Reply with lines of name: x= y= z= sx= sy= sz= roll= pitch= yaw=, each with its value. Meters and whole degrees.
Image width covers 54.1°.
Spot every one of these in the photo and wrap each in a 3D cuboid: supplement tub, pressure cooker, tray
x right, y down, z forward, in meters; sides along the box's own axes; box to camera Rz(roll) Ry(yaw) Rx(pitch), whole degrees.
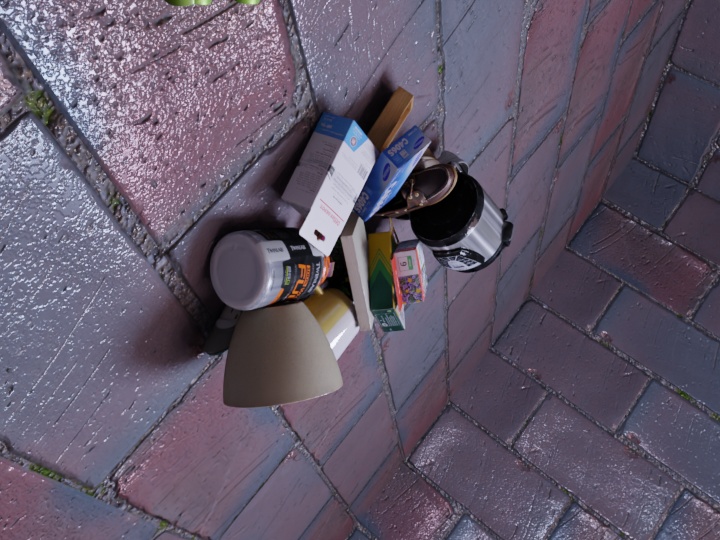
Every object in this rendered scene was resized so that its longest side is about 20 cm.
supplement tub: x=-0.141 y=-0.007 z=1.157 sx=0.199 sy=0.122 sz=0.124 roll=-11 pitch=131 yaw=-59
pressure cooker: x=0.220 y=-0.094 z=1.509 sx=0.178 sy=0.177 sz=0.200 roll=-43 pitch=140 yaw=9
tray: x=0.027 y=-0.229 z=1.280 sx=0.202 sy=0.037 sz=0.099 roll=-57 pitch=178 yaw=2

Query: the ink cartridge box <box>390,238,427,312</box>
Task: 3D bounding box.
ink cartridge box: x=0.103 y=0.007 z=1.451 sx=0.200 sy=0.049 sz=0.111 roll=-54 pitch=135 yaw=-75

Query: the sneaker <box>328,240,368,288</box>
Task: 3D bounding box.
sneaker: x=-0.002 y=0.020 z=1.539 sx=0.201 sy=0.070 sz=0.073 roll=-54 pitch=158 yaw=-14

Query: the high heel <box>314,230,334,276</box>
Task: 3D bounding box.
high heel: x=-0.091 y=-0.068 z=1.276 sx=0.094 sy=0.067 sz=0.203 roll=-6 pitch=117 yaw=-21

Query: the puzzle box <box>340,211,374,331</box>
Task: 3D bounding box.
puzzle box: x=0.000 y=0.000 z=1.392 sx=0.133 sy=0.025 sz=0.203 roll=-74 pitch=155 yaw=-65

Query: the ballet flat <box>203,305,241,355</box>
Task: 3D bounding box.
ballet flat: x=-0.204 y=0.071 z=1.233 sx=0.199 sy=0.067 sz=0.065 roll=-37 pitch=124 yaw=-40

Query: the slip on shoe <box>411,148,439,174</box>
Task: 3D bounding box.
slip on shoe: x=0.085 y=-0.221 z=1.420 sx=0.198 sy=0.062 sz=0.076 roll=-8 pitch=164 yaw=-41

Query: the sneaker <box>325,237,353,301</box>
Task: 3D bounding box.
sneaker: x=-0.049 y=-0.021 z=1.417 sx=0.201 sy=0.076 sz=0.086 roll=70 pitch=22 yaw=-55

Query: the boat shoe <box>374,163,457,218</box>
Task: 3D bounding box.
boat shoe: x=0.102 y=-0.154 z=1.418 sx=0.199 sy=0.071 sz=0.070 roll=-28 pitch=168 yaw=38

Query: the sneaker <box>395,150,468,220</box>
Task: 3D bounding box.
sneaker: x=0.143 y=-0.187 z=1.562 sx=0.199 sy=0.081 sz=0.075 roll=-36 pitch=142 yaw=2

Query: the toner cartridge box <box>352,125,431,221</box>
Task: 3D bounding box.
toner cartridge box: x=0.051 y=-0.172 z=1.284 sx=0.095 sy=0.043 sz=0.200 roll=-43 pitch=175 yaw=-27

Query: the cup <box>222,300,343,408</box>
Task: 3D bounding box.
cup: x=-0.135 y=0.129 z=1.153 sx=0.199 sy=0.197 sz=0.146 roll=-10 pitch=92 yaw=-60

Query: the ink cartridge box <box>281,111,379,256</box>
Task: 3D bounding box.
ink cartridge box: x=-0.056 y=-0.140 z=1.165 sx=0.203 sy=0.067 sz=0.116 roll=-64 pitch=150 yaw=-8

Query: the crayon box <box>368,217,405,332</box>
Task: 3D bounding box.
crayon box: x=0.054 y=0.010 z=1.464 sx=0.126 sy=0.051 sz=0.203 roll=61 pitch=25 yaw=-62

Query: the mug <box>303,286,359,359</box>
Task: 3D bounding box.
mug: x=-0.082 y=0.107 z=1.382 sx=0.153 sy=0.149 sz=0.188 roll=-42 pitch=152 yaw=-20

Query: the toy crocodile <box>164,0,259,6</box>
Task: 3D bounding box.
toy crocodile: x=-0.145 y=-0.333 z=0.794 sx=0.199 sy=0.061 sz=0.068 roll=-30 pitch=146 yaw=-49
